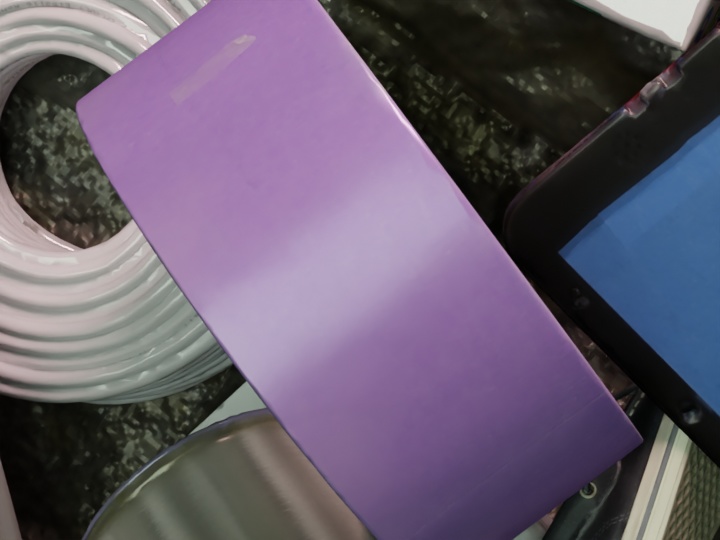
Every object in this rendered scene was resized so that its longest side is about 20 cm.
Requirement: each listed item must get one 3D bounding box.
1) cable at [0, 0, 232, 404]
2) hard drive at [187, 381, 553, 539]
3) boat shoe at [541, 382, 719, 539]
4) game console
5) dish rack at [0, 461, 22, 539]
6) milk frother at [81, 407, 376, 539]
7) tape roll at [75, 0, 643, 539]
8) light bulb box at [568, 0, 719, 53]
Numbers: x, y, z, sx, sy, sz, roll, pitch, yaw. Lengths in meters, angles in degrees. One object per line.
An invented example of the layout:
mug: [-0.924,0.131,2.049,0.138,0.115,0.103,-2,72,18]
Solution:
cable: [-0.105,-0.046,0.930,0.200,0.069,0.200,-20,90,15]
hard drive: [0.013,0.126,0.940,0.132,0.026,0.200,-43,84,14]
boat shoe: [0.098,0.078,0.879,0.062,0.075,0.200,21,83,32]
game console: [0.173,0.013,0.764,0.200,0.172,0.119,44,78,-16]
dish rack: [-0.185,0.076,0.927,0.200,0.044,0.172,0,108,52]
milk frother: [-0.030,0.134,0.793,0.180,0.200,0.188,-22,53,-23]
tape roll: [0.000,0.000,0.792,0.085,0.200,0.200,-36,86,2]
light bulb box: [0.073,-0.204,0.842,0.200,0.125,0.198,28,101,9]
